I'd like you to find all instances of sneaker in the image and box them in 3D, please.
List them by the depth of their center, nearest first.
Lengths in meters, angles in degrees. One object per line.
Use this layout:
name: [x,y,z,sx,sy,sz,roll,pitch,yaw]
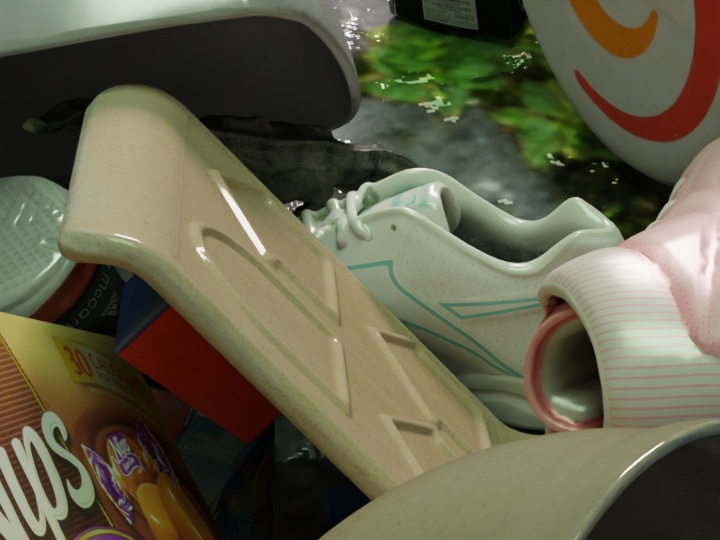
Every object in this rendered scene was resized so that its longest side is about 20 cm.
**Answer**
sneaker: [0.099,0.007,0.928,0.104,0.076,0.200,-9,18,1]
sneaker: [-0.153,0.017,0.999,0.199,0.082,0.077,4,56,42]
sneaker: [0.000,0.000,1.004,0.199,0.081,0.071,4,36,8]

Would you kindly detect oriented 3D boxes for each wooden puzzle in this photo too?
wooden puzzle: [-0.013,0.035,0.875,0.200,0.046,0.185,40,11,-13]

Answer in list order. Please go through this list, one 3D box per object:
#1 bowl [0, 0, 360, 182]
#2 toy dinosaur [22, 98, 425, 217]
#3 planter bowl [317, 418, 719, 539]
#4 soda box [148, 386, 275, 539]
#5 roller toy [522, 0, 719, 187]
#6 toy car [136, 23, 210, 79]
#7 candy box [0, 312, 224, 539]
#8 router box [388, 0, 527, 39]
bowl: [-0.106,-0.087,1.022,0.199,0.075,0.200,-11,-11,4]
toy dinosaur: [-0.062,-0.034,1.037,0.199,0.048,0.088,8,-21,-43]
planter bowl: [0.032,0.134,0.726,0.134,0.201,0.200,2,30,37]
soda box: [-0.127,0.065,0.914,0.199,0.069,0.064,14,36,17]
roller toy: [0.153,-0.133,1.105,0.139,0.183,0.200,-19,15,-24]
toy car: [-0.137,-0.147,1.207,0.199,0.158,0.164,-16,21,29]
candy box: [-0.094,0.071,0.752,0.056,0.200,0.117,-30,76,10]
router box: [0.073,-0.219,1.227,0.062,0.150,0.200,14,48,24]
